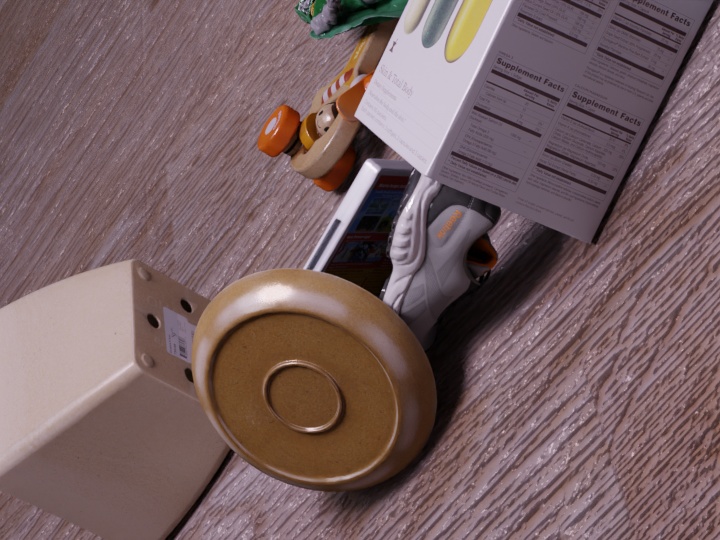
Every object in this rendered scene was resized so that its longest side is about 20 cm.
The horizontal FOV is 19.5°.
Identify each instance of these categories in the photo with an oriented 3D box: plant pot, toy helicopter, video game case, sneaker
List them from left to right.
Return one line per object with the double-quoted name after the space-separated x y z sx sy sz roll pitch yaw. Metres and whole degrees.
-0.214 0.110 1.925 0.177 0.200 0.200 -36 40 28 "plant pot"
-0.041 0.092 1.603 0.200 0.200 0.027 -48 6 35 "plant pot"
-0.002 -0.170 1.843 0.200 0.079 0.132 -64 19 -17 "toy helicopter"
0.000 0.000 1.659 0.017 0.143 0.200 41 111 26 "video game case"
0.059 0.005 1.571 0.200 0.079 0.074 98 -168 -54 "sneaker"

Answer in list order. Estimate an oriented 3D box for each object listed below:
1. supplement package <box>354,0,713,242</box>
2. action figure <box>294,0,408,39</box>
0.122 -0.155 1.514 0.200 0.150 0.152 -64 28 11 "supplement package"
0.002 -0.248 1.842 0.200 0.055 0.118 -17 38 55 "action figure"
